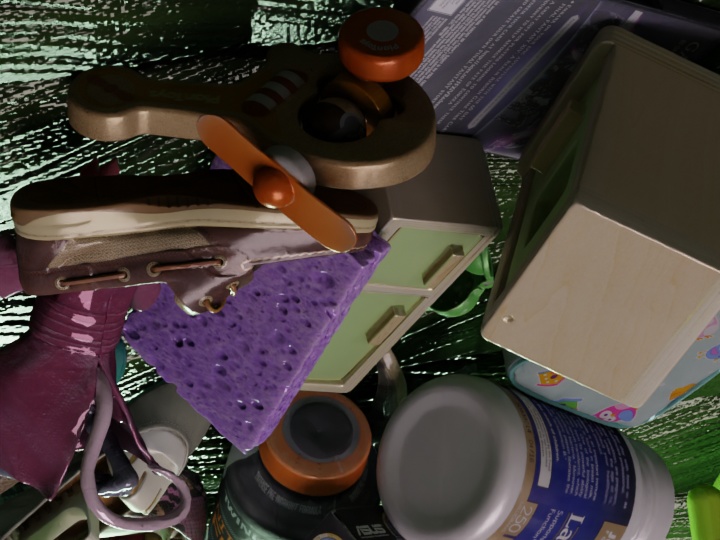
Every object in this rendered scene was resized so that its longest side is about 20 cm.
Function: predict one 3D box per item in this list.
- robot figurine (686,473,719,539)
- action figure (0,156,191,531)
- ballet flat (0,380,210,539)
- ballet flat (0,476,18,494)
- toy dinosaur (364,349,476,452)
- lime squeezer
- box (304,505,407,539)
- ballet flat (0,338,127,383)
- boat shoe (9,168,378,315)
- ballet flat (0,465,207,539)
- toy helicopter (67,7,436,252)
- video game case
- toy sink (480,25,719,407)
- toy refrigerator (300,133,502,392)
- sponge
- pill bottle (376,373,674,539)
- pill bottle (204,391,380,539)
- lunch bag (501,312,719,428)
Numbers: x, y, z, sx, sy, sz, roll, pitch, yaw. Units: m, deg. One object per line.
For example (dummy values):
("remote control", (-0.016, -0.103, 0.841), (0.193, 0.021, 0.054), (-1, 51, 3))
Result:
("robot figurine", (0.313, 0.176, 2.071), (0.175, 0.116, 0.200), (-5, 145, -21))
("action figure", (-0.165, 0.033, 1.614), (0.134, 0.149, 0.200), (-1, 113, -38))
("ballet flat", (-0.164, 0.144, 1.811), (0.200, 0.064, 0.067), (-36, 131, -1))
("ballet flat", (-0.247, 0.134, 1.809), (0.200, 0.067, 0.046), (-36, 128, 18))
("toy dinosaur", (0.035, 0.099, 1.902), (0.088, 0.047, 0.200), (-3, 142, -9))
("lime squeezer", (0.053, -0.009, 1.760), (0.071, 0.038, 0.200), (29, 136, -12))
("box", (-0.006, 0.223, 1.880), (0.160, 0.044, 0.200), (-50, 157, 19))
("ballet flat", (-0.237, 0.082, 1.725), (0.200, 0.067, 0.070), (-25, 177, 6))
("boat shoe", (-0.090, -0.012, 1.560), (0.200, 0.072, 0.072), (-2, 109, -5))
("ballet flat", (-0.196, 0.172, 1.881), (0.200, 0.071, 0.069), (-4, 150, -18))
("toy helicopter", (-0.059, -0.075, 1.525), (0.200, 0.132, 0.079), (5, 135, 3))
("video game case", (0.093, -0.118, 1.621), (0.200, 0.019, 0.143), (10, 140, -36))
("toy sink", (0.153, -0.049, 1.611), (0.112, 0.200, 0.130), (25, 138, -7))
("toy refrigerator", (0.000, 0.000, 1.694), (0.076, 0.070, 0.200), (5, 146, -29))
("sponge", (-0.065, 0.013, 1.668), (0.030, 0.112, 0.200), (-38, 167, -41))
("pill bottle", (0.113, 0.140, 1.866), (0.116, 0.116, 0.200), (-36, 147, 28))
("pill bottle", (-0.044, 0.159, 1.899), (0.106, 0.106, 0.200), (-6, 145, -16))
("lunch bag", (0.190, 0.017, 1.813), (0.200, 0.077, 0.160), (-37, 143, 30))
